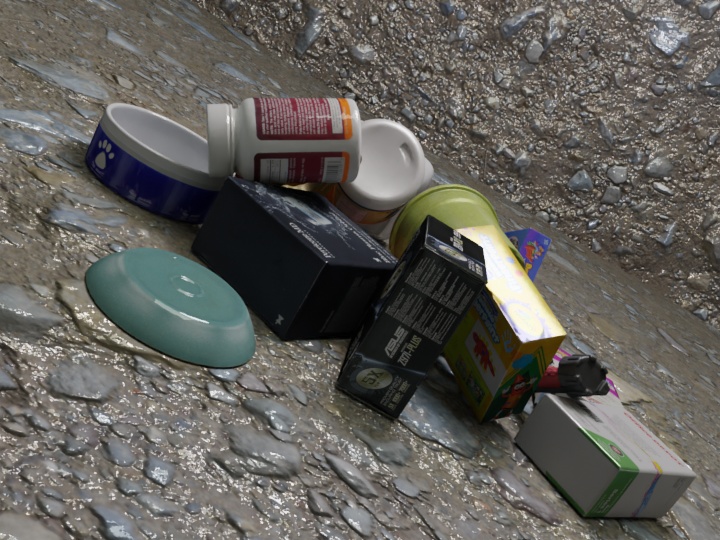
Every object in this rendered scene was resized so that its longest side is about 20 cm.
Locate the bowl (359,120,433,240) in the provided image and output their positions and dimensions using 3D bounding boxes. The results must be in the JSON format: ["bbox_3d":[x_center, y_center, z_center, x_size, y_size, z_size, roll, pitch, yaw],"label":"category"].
[{"bbox_3d":[0.015,-0.155,1.585,0.199,0.200,0.075,29,35,-5],"label":"bowl"}]

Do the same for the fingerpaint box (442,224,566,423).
[{"bbox_3d":[0.169,0.069,1.140,0.073,0.167,0.200,-7,48,-24],"label":"fingerpaint box"}]

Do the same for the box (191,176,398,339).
[{"bbox_3d":[-0.076,-0.015,1.127,0.197,0.118,0.200,40,20,28],"label":"box"}]

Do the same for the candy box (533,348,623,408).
[{"bbox_3d":[0.341,0.199,1.351,0.136,0.061,0.200,32,16,-1],"label":"candy box"}]

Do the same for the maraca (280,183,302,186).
[{"bbox_3d":[-0.123,-0.197,1.536,0.137,0.107,0.200,49,-25,-12],"label":"maraca"}]

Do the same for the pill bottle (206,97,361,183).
[{"bbox_3d":[-0.105,-0.174,1.152,0.199,0.115,0.114,-1,25,-11],"label":"pill bottle"}]

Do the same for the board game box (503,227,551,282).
[{"bbox_3d":[0.245,0.002,1.496,0.045,0.135,0.200,27,-7,-11],"label":"board game box"}]

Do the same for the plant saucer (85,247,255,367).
[{"bbox_3d":[-0.195,0.029,0.929,0.199,0.036,0.200,29,17,-10],"label":"plant saucer"}]

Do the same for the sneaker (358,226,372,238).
[{"bbox_3d":[0.000,0.000,1.277,0.073,0.082,0.200,24,16,-27],"label":"sneaker"}]

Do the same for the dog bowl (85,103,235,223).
[{"bbox_3d":[-0.283,-0.153,1.221,0.199,0.079,0.200,29,16,-9],"label":"dog bowl"}]

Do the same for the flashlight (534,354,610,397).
[{"bbox_3d":[0.256,0.142,1.193,0.067,0.068,0.200,-2,-7,-22],"label":"flashlight"}]

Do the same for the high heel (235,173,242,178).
[{"bbox_3d":[-0.189,-0.169,1.332,0.096,0.068,0.200,38,-5,-11],"label":"high heel"}]

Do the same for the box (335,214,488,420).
[{"bbox_3d":[0.063,0.051,1.033,0.086,0.201,0.164,30,17,-3],"label":"box"}]

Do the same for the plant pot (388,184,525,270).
[{"bbox_3d":[0.166,-0.014,1.361,0.200,0.201,0.184,24,14,-25],"label":"plant pot"}]

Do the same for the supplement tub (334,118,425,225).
[{"bbox_3d":[0.018,-0.154,1.411,0.144,0.145,0.200,30,-10,-4],"label":"supplement tub"}]

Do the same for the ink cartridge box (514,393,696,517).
[{"bbox_3d":[0.325,0.248,1.137,0.199,0.084,0.145,16,22,-41],"label":"ink cartridge box"}]

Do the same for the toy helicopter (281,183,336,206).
[{"bbox_3d":[-0.065,-0.112,1.288,0.132,0.200,0.079,14,43,-48],"label":"toy helicopter"}]
